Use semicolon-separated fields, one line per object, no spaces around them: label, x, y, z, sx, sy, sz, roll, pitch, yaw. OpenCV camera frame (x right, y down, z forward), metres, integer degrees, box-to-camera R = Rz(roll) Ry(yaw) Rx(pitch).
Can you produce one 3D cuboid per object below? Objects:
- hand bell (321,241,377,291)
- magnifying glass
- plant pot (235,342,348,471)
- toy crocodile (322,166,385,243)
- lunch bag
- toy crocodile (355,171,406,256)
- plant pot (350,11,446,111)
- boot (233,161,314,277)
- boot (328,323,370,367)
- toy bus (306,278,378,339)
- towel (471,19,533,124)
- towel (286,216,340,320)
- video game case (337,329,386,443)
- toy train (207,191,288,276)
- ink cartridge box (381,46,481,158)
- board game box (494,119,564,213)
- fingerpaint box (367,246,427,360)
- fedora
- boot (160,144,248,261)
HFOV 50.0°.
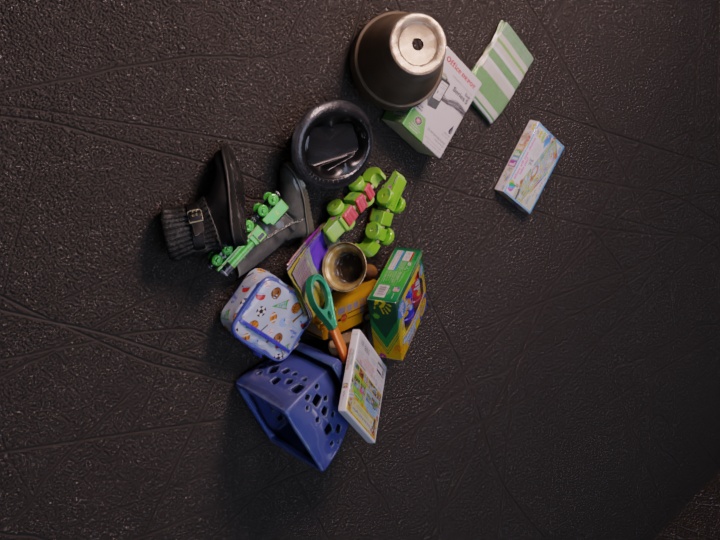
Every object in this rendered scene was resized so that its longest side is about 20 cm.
hand bell;0.000;0.000;1.721;0.106;0.103;0.200;-68;159;4
magnifying glass;-0.065;0.102;1.623;0.203;0.022;0.080;70;25;-14
plant pot;-0.121;0.281;1.686;0.180;0.199;0.202;-43;127;-25
toy crocodile;-0.014;-0.144;1.681;0.201;0.061;0.068;-52;130;-25
lunch bag;-0.193;0.101;1.628;0.161;0.075;0.200;-57;137;-8
toy crocodile;0.049;-0.126;1.744;0.067;0.061;0.203;18;93;-52
plant pot;0.090;-0.435;1.549;0.196;0.173;0.204;0;92;-12
boot;-0.197;-0.104;1.573;0.198;0.072;0.184;-25;118;-20
boot;-0.022;0.219;1.763;0.200;0.071;0.169;-33;127;-68
toy bus;-0.033;0.087;1.741;0.198;0.065;0.080;-23;121;-40
towel;0.330;-0.474;1.860;0.152;0.023;0.202;36;82;-40
towel;-0.087;-0.005;1.663;0.201;0.022;0.145;-53;132;-41
video game case;0.007;0.255;1.681;0.201;0.023;0.185;58;36;-54
toy train;-0.219;-0.071;1.511;0.200;0.042;0.056;-49;117;-9
ink cartridge box;0.160;-0.379;1.724;0.145;0.084;0.202;32;86;-40
board game box;0.442;-0.268;2.012;0.134;0.034;0.202;30;88;-40
fingerpaint box;0.090;0.074;1.772;0.201;0.072;0.169;-59;149;-48
fedora;-0.072;-0.261;1.585;0.198;0.091;0.204;-14;114;-33
boot;-0.302;-0.130;1.466;0.155;0.215;0.080;-9;162;4
